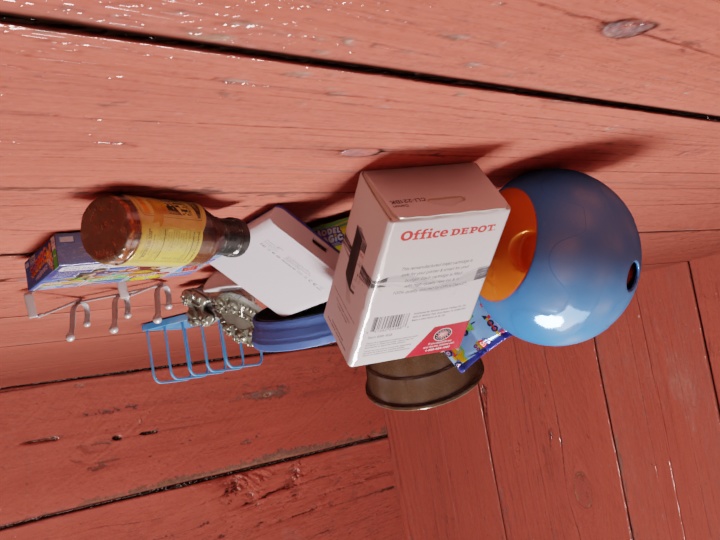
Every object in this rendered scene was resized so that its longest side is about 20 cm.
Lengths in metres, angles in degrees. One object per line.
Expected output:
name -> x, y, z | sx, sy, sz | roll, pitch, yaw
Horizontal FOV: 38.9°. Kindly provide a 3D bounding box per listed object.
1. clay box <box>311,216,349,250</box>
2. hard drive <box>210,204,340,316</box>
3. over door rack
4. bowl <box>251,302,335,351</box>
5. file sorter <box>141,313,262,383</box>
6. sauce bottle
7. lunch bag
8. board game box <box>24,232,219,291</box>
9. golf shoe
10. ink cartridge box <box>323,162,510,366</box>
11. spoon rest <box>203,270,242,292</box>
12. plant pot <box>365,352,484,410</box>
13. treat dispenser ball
clay box -> -0.035, -0.032, 1.294 | 0.197, 0.049, 0.114 | -13, 175, 31
hard drive -> -0.093, -0.006, 1.195 | 0.131, 0.026, 0.199 | 38, 153, -18
over door rack -> -0.360, 0.054, 1.425 | 0.145, 0.068, 0.200 | -12, 173, 6
bowl -> -0.052, 0.059, 1.364 | 0.197, 0.040, 0.201 | -13, -171, 2
file sorter -> -0.313, 0.148, 2.041 | 0.197, 0.125, 0.138 | -13, 172, 27
sauce bottle -> -0.179, -0.036, 0.977 | 0.065, 0.067, 0.199 | -13, 174, 26
lunch bag -> 0.132, 0.030, 1.435 | 0.094, 0.151, 0.200 | -36, -173, 13
board game box -> -0.258, -0.016, 1.133 | 0.197, 0.035, 0.135 | -6, 171, -34
golf shoe -> -0.186, 0.051, 1.553 | 0.198, 0.080, 0.097 | 18, -144, 42
ink cartridge box -> 0.055, -0.007, 1.071 | 0.142, 0.084, 0.202 | -7, 135, -26
spoon rest -> -0.131, 0.013, 1.468 | 0.196, 0.062, 0.099 | -12, 175, 9
plant pot -> 0.083, 0.084, 1.612 | 0.196, 0.202, 0.201 | -11, -158, 5
treat dispenser ball -> 0.224, -0.015, 1.177 | 0.197, 0.205, 0.201 | -10, 173, -1
